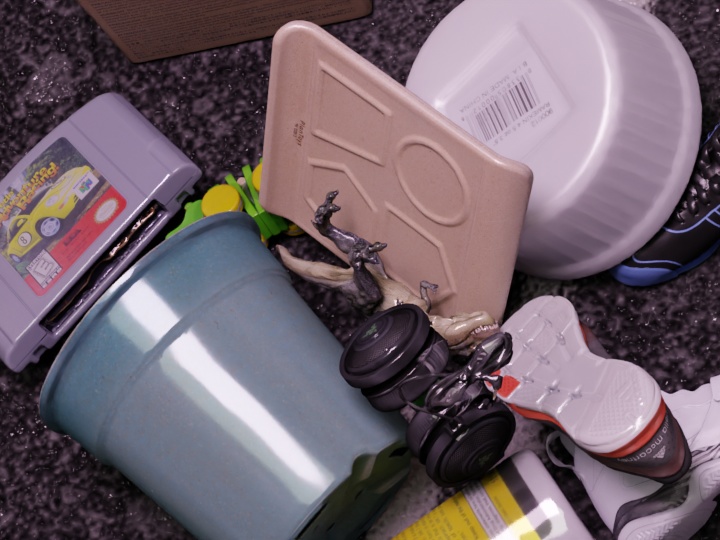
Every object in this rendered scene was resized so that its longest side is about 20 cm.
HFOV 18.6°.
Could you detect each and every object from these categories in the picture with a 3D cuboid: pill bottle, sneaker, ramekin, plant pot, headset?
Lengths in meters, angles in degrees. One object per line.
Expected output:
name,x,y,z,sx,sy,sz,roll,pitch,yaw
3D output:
pill bottle,0.059,0.215,1.417,0.200,0.114,0.114,-34,64,1
sneaker,0.245,-0.067,1.488,0.200,0.078,0.070,-36,64,1
ramekin,0.122,-0.101,1.492,0.200,0.098,0.202,-10,73,35
plant pot,-0.077,0.099,1.469,0.200,0.200,0.196,-45,72,-3
sneaker,0.217,0.089,1.438,0.200,0.075,0.115,-43,66,0
sneaker,0.143,0.085,1.388,0.077,0.082,0.200,-44,29,1
headset,0.053,0.070,1.375,0.094,0.200,0.124,-42,89,-1

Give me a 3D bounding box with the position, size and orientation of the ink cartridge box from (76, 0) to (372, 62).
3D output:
ink cartridge box,-0.108,-0.233,1.610,0.199,0.165,0.075,-9,68,12

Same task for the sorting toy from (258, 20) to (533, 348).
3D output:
sorting toy,0.023,-0.057,1.461,0.200,0.186,0.036,33,53,20

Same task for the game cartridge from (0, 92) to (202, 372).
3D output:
game cartridge,-0.220,-0.034,1.622,0.200,0.041,0.133,-48,46,-1

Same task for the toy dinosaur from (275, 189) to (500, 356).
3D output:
toy dinosaur,0.000,0.000,1.469,0.200,0.088,0.047,26,61,35

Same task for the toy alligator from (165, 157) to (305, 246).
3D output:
toy alligator,-0.101,-0.039,1.592,0.199,0.059,0.054,-27,51,5
